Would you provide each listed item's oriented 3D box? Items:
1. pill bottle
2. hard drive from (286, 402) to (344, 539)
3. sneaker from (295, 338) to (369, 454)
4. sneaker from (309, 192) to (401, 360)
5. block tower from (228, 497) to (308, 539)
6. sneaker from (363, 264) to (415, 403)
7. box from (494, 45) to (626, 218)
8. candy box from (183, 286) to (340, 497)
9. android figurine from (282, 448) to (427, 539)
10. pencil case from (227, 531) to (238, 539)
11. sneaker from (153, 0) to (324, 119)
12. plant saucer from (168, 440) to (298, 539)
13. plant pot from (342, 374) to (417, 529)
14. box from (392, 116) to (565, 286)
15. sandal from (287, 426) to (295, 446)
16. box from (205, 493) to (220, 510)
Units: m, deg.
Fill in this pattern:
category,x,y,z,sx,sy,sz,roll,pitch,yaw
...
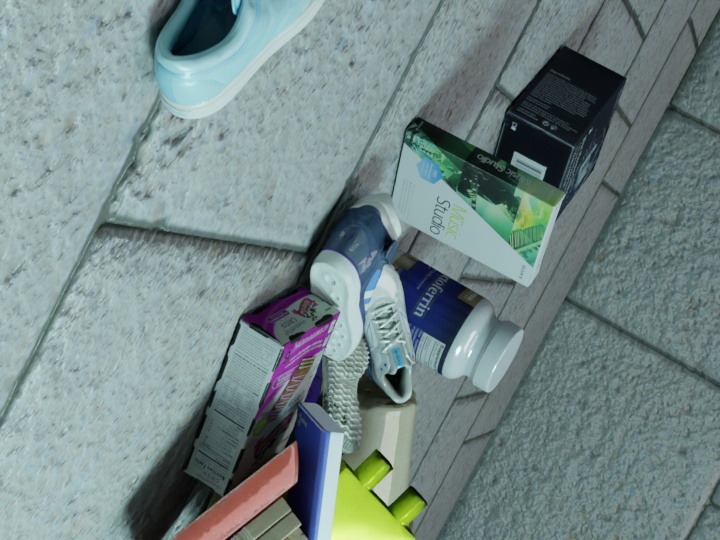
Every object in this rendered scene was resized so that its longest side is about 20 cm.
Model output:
category,x,y,z,sx,sy,sz,roll,pitch,yaw
pill bottle,0.105,0.069,1.901,0.116,0.198,0.116,-54,164,-23
hard drive,-0.055,0.256,1.565,0.132,0.025,0.203,-151,-113,-73
sneaker,-0.049,0.147,1.744,0.099,0.069,0.202,-34,-146,33
sneaker,0.000,0.000,1.657,0.147,0.080,0.201,-53,164,-31
block tower,-0.117,0.303,1.571,0.058,0.054,0.200,-34,173,-27
sneaker,0.037,0.078,1.802,0.074,0.087,0.202,-20,126,-9
box,0.290,-0.193,2.203,0.200,0.116,0.198,-50,162,-39
candy box,-0.106,0.131,1.581,0.136,0.061,0.202,-30,147,-60
android figurine,-0.023,0.303,1.666,0.200,0.182,0.041,-45,-166,3
pencil case,-0.177,0.372,1.684,0.200,0.078,0.088,-40,114,-26
sneaker,-0.077,-0.202,1.049,0.201,0.073,0.082,-58,168,-16
plant saucer,-0.144,0.264,1.543,0.199,0.037,0.200,-38,175,-14
plant pot,-0.008,0.233,1.896,0.200,0.198,0.186,-27,133,-64
box,0.134,-0.079,1.726,0.036,0.198,0.145,-52,163,-38
sandal,-0.063,0.287,1.794,0.048,0.074,0.203,-74,157,-77
box,-0.136,0.250,1.778,0.202,0.021,0.163,-62,165,6
